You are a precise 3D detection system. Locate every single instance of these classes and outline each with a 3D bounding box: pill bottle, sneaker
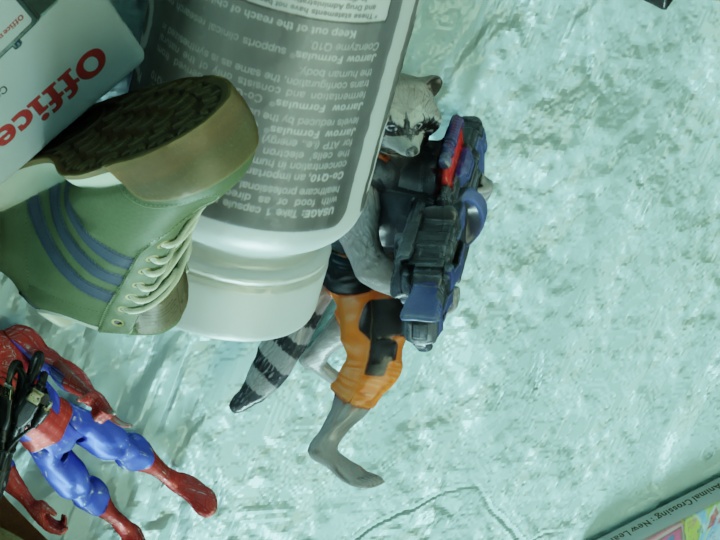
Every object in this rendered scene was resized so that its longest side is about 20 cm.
[{"bbox_3d":[-0.042,-0.078,0.916,0.113,0.114,0.202,-6,124,-37],"label":"pill bottle"},{"bbox_3d":[-0.089,-0.018,0.853,0.067,0.199,0.090,-44,112,-31],"label":"sneaker"}]

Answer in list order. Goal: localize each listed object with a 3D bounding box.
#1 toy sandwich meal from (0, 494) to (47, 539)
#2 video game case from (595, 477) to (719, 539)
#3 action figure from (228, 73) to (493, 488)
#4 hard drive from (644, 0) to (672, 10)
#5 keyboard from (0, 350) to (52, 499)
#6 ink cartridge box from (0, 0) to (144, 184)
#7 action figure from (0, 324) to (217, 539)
[{"bbox_3d":[-0.152,0.188,0.971,0.070,0.204,0.207,-25,137,-48],"label":"toy sandwich meal"},{"bbox_3d":[0.217,0.227,1.443,0.181,0.022,0.201,-22,133,-27],"label":"video game case"},{"bbox_3d":[0.000,0.000,1.007,0.104,0.200,0.195,13,112,4],"label":"action figure"},{"bbox_3d":[0.179,-0.234,0.974,0.200,0.038,0.140,-52,160,-21],"label":"hard drive"},{"bbox_3d":[-0.186,0.067,0.902,0.021,0.127,0.201,-18,136,-54],"label":"keyboard"},{"bbox_3d":[-0.191,-0.111,0.787,0.146,0.083,0.200,-42,139,-5],"label":"ink cartridge box"},{"bbox_3d":[-0.125,0.092,0.996,0.065,0.099,0.200,-45,137,-3],"label":"action figure"}]
